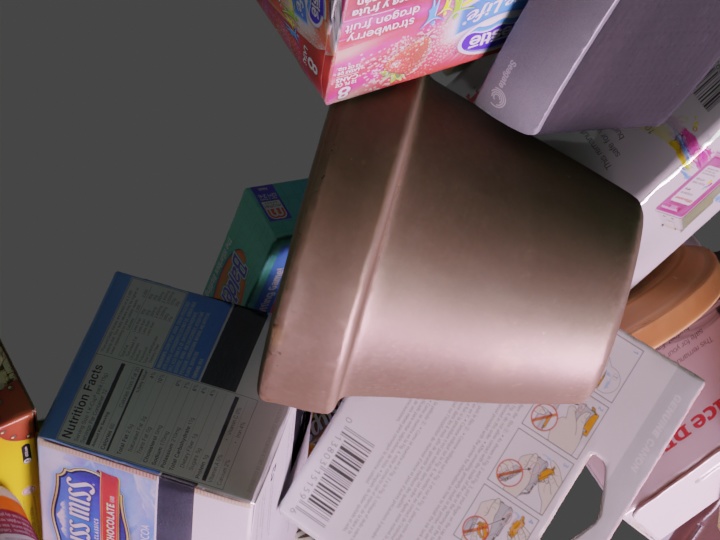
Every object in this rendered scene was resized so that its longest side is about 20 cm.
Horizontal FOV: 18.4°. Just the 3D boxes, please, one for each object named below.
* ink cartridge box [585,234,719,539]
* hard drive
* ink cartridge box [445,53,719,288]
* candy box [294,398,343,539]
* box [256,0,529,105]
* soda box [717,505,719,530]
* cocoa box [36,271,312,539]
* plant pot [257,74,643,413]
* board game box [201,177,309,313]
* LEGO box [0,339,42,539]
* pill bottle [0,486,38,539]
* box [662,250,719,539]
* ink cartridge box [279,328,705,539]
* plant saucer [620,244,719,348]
[{"bbox_3d":[0.192,0.057,1.491,0.144,0.201,0.084,-36,151,8],"label":"ink cartridge box"},{"bbox_3d":[0.152,-0.147,1.107,0.134,0.042,0.201,-6,141,-41],"label":"hard drive"},{"bbox_3d":[0.162,-0.103,1.279,0.200,0.145,0.084,-42,150,17],"label":"ink cartridge box"},{"bbox_3d":[-0.045,0.150,1.548,0.115,0.055,0.200,-26,151,-11],"label":"candy box"},{"bbox_3d":[0.050,-0.171,1.116,0.199,0.100,0.096,-19,148,-23],"label":"box"},{"bbox_3d":[0.275,0.134,1.413,0.064,0.068,0.200,-27,152,-9],"label":"soda box"},{"bbox_3d":[-0.108,0.123,1.316,0.130,0.134,0.201,16,141,7],"label":"cocoa box"},{"bbox_3d":[0.051,-0.004,1.178,0.173,0.201,0.201,17,140,0],"label":"plant pot"},{"bbox_3d":[0.000,0.000,1.379,0.199,0.045,0.153,-11,145,-32],"label":"board game box"},{"bbox_3d":[-0.262,0.132,1.289,0.148,0.077,0.201,-22,149,-18],"label":"LEGO box"},{"bbox_3d":[-0.197,0.223,1.203,0.109,0.201,0.110,-24,150,-15],"label":"pill bottle"},{"bbox_3d":[0.297,0.091,1.679,0.199,0.165,0.166,-11,145,-33],"label":"box"},{"bbox_3d":[0.076,0.100,1.270,0.201,0.173,0.044,-58,165,3],"label":"ink cartridge box"},{"bbox_3d":[0.128,0.029,1.380,0.199,0.033,0.200,-24,-168,5],"label":"plant saucer"}]
